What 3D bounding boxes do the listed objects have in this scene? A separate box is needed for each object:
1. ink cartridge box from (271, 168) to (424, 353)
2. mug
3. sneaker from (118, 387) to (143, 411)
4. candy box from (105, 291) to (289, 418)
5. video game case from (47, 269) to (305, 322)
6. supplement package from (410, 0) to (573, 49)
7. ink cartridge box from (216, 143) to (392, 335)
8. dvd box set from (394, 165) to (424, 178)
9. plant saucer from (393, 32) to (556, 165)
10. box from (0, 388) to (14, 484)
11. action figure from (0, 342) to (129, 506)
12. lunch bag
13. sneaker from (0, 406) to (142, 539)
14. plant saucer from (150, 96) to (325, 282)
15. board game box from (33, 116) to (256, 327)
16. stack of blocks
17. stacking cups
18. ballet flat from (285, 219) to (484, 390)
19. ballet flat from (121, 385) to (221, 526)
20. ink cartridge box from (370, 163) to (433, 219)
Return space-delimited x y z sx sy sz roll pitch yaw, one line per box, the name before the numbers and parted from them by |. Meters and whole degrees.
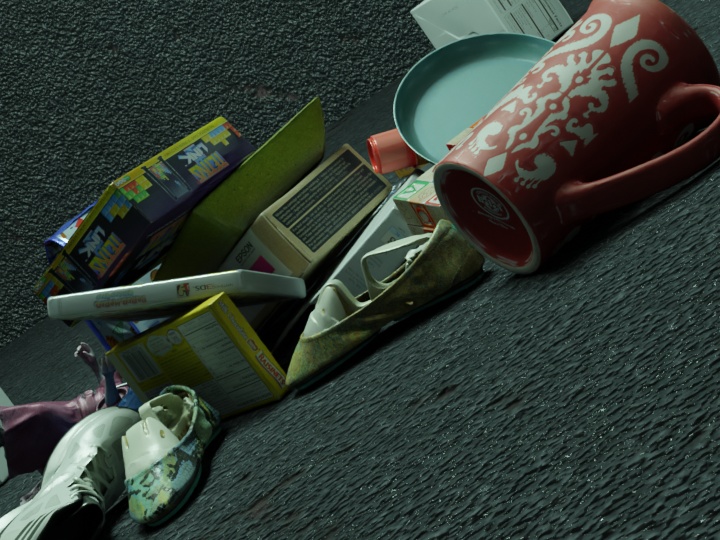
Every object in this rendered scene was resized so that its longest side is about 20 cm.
ink cartridge box | 0.000 0.000 1.597 0.200 0.047 0.160 -50 4 20
mug | 0.167 -0.104 1.196 0.200 0.134 0.177 -42 9 -19
sneaker | -0.201 0.118 1.558 0.200 0.079 0.066 -37 11 -3
candy box | -0.147 0.087 1.427 0.200 0.102 0.026 -23 18 52
video game case | -0.163 0.025 1.473 0.181 0.023 0.200 -8 -5 13
supplement package | 0.200 -0.388 2.468 0.111 0.156 0.200 -40 10 -23
ink cartridge box | -0.075 -0.018 1.659 0.165 0.075 0.200 -43 -4 -46
dvd box set | 0.135 -0.182 2.033 0.146 0.029 0.200 -39 9 -23
plant saucer | 0.133 -0.159 1.587 0.200 0.027 0.201 -5 49 6
box | -0.519 0.246 1.998 0.200 0.098 0.124 -32 9 19
action figure | -0.270 0.153 1.617 0.199 0.149 0.134 -14 7 -3
lunch bag | -0.346 -0.006 2.344 0.124 0.200 0.170 -25 15 49
sneaker | -0.220 0.189 1.328 0.115 0.076 0.201 -12 32 48
plant saucer | -0.117 -0.063 1.659 0.200 0.048 0.200 -46 -2 -32
board game box | -0.206 -0.049 1.558 0.165 0.057 0.200 -46 -2 36
stack of blocks | 0.128 -0.096 1.443 0.200 0.059 0.115 -38 21 -18
stacking cups | 0.107 -0.139 1.628 0.200 0.061 0.061 -19 7 -9
ballet flat | 0.007 0.023 1.312 0.200 0.071 0.071 -33 9 18
ballet flat | -0.163 0.143 1.307 0.074 0.074 0.200 -34 9 9
ink cartridge box | 0.072 -0.088 1.750 0.200 0.039 0.099 -34 10 12
